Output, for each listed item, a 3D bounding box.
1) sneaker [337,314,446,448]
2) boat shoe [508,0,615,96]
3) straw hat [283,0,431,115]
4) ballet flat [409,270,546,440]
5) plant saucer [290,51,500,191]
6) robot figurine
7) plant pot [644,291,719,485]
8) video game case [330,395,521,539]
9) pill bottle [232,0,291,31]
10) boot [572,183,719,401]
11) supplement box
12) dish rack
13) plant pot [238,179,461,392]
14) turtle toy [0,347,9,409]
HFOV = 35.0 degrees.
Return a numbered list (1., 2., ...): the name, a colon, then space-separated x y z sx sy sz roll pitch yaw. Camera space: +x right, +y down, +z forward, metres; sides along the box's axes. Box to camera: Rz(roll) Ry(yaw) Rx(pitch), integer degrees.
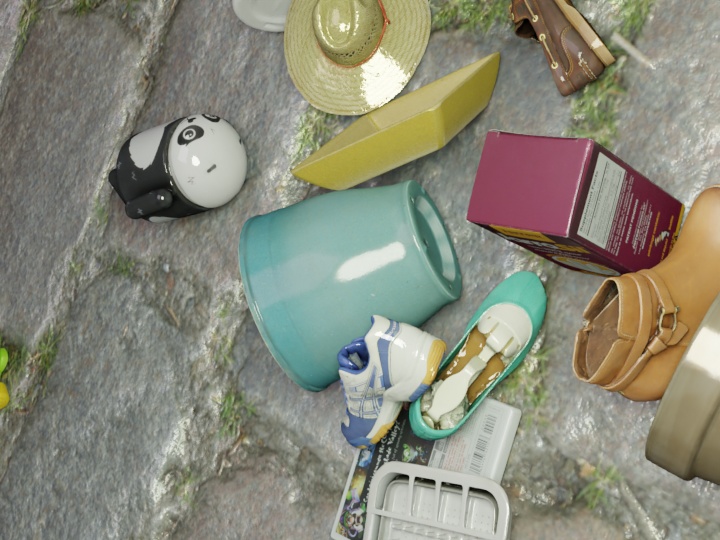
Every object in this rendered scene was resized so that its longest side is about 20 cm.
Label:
1. sneaker: 0.012 0.107 1.152 0.201 0.087 0.076 -57 7 48
2. boat shoe: 0.190 -0.271 1.197 0.070 0.070 0.202 -38 55 21
3. straw hat: -0.016 -0.291 1.326 0.197 0.085 0.205 -3 80 16
4. ballet flat: 0.121 0.088 1.125 0.067 0.070 0.201 38 90 1
5. plant saucer: 0.049 -0.154 1.238 0.198 0.200 0.049 -20 105 35
6. robot figurine: -0.240 -0.134 1.489 0.198 0.124 0.153 -10 73 39
7. plant pot: 0.346 0.106 0.890 0.172 0.199 0.202 30 97 24
8. video game case: 0.065 0.215 1.190 0.180 0.023 0.204 16 89 42
9. pill bottle: -0.111 -0.425 1.472 0.118 0.119 0.204 -20 64 34
10. boot: 0.259 0.014 0.977 0.073 0.153 0.204 13 92 52
11. supplement box: 0.199 -0.054 1.036 0.109 0.199 0.087 12 85 41
12. dish rack: 0.074 0.298 1.114 0.169 0.043 0.204 2 79 40
13. plant pot: 0.000 0.000 1.210 0.186 0.200 0.203 -23 62 18
14. turtle toy: -0.600 0.155 1.726 0.200 0.100 0.147 -48 51 19
